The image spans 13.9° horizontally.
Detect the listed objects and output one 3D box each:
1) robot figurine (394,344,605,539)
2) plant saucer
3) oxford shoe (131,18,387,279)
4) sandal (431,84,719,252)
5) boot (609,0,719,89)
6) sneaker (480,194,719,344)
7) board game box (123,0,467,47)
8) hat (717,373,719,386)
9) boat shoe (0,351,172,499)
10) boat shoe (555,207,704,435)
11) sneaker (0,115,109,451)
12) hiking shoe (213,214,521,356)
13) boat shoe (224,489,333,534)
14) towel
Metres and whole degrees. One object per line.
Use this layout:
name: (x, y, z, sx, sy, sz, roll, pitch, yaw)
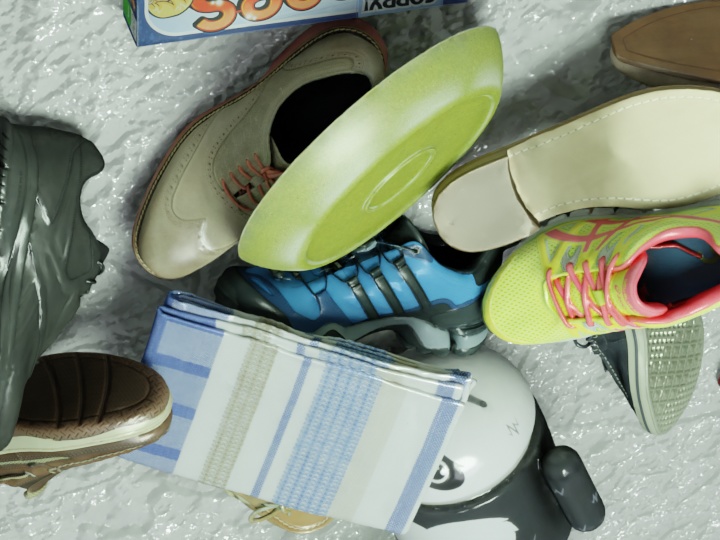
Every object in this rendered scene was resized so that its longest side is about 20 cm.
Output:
robot figurine: (0.069, 0.135, 1.927, 0.150, 0.125, 0.200, -24, 136, 0)
plant saucer: (0.014, -0.063, 1.716, 0.200, 0.031, 0.200, -40, 168, -10)
oxford shoe: (-0.064, -0.065, 1.719, 0.070, 0.075, 0.200, 37, 107, -16)
sandal: (0.143, -0.073, 1.793, 0.211, 0.070, 0.078, -17, 111, 6)
boot: (0.244, -0.096, 1.839, 0.199, 0.070, 0.146, -1, 142, -7)
sneaker: (0.158, 0.003, 1.786, 0.199, 0.090, 0.078, -19, 102, 24)
board game box: (-0.033, -0.201, 1.648, 0.199, 0.035, 0.136, -10, 133, -14)
hat: (0.270, -0.008, 1.920, 0.165, 0.176, 0.201, 25, 96, -29)
boat shoe: (-0.201, 0.100, 1.792, 0.201, 0.075, 0.075, -3, 131, 21)
boat shoe: (0.174, 0.026, 1.913, 0.075, 0.062, 0.200, -49, 136, -27)
sneaker: (-0.192, 0.011, 1.715, 0.090, 0.076, 0.201, 1, 107, -35)
hiking shoe: (0.000, 0.000, 1.827, 0.199, 0.074, 0.087, 1, 121, -34)
boat shoe: (-0.067, 0.117, 1.898, 0.073, 0.063, 0.200, -32, 133, 7)
towel: (-0.042, 0.089, 1.800, 0.199, 0.024, 0.147, 15, 132, -6)
